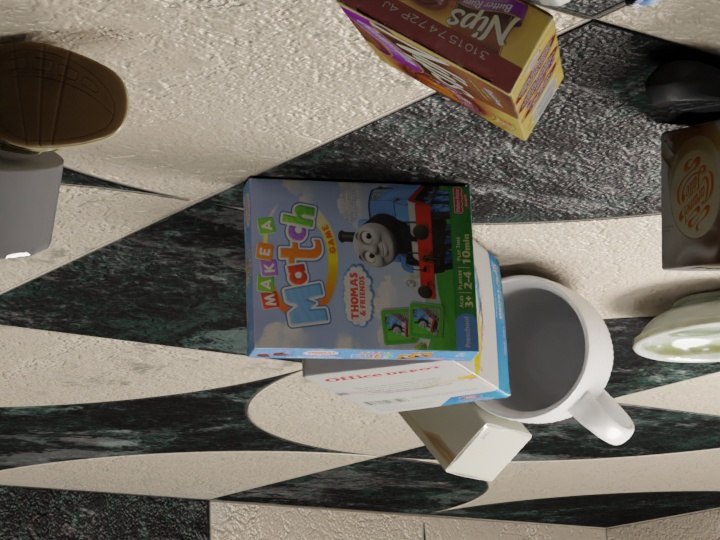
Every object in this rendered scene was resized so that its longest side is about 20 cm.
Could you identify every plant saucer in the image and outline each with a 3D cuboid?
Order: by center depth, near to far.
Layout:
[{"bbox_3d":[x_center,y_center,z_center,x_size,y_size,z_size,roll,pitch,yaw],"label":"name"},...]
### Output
[{"bbox_3d":[0.399,0.058,2.148,0.198,0.051,0.200,-1,165,0],"label":"plant saucer"}]

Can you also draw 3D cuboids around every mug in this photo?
[{"bbox_3d":[0.208,0.105,2.030,0.148,0.200,0.175,-47,160,10],"label":"mug"}]

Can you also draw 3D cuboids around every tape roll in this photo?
[{"bbox_3d":[-0.316,-0.064,1.394,0.199,0.067,0.200,11,-169,-2],"label":"tape roll"}]

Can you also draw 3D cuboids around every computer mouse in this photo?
[{"bbox_3d":[0.288,-0.135,1.460,0.199,0.034,0.058,2,176,-42],"label":"computer mouse"}]

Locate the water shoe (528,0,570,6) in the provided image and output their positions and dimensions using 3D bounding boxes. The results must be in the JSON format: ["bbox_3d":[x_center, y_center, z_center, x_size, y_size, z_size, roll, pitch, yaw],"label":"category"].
[{"bbox_3d":[0.069,-0.195,1.113,0.078,0.072,0.200,-1,165,20],"label":"water shoe"}]

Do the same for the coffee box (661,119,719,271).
[{"bbox_3d":[0.312,-0.060,1.489,0.079,0.115,0.200,0,178,-21],"label":"coffee box"}]

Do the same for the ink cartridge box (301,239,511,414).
[{"bbox_3d":[0.044,0.043,1.854,0.146,0.146,0.200,-8,164,18],"label":"ink cartridge box"}]

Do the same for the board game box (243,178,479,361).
[{"bbox_3d":[0.000,0.000,1.675,0.198,0.153,0.037,1,164,-13],"label":"board game box"}]

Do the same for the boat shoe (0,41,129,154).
[{"bbox_3d":[-0.250,-0.121,1.363,0.198,0.074,0.063,6,177,14],"label":"boat shoe"}]

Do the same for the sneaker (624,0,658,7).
[{"bbox_3d":[0.198,-0.203,1.114,0.078,0.067,0.200,-4,165,-8],"label":"sneaker"}]

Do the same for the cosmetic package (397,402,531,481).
[{"bbox_3d":[0.080,0.127,2.074,0.071,0.200,0.105,-49,145,14],"label":"cosmetic package"}]

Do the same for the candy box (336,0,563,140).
[{"bbox_3d":[0.060,-0.140,1.180,0.116,0.057,0.200,30,-178,8],"label":"candy box"}]
